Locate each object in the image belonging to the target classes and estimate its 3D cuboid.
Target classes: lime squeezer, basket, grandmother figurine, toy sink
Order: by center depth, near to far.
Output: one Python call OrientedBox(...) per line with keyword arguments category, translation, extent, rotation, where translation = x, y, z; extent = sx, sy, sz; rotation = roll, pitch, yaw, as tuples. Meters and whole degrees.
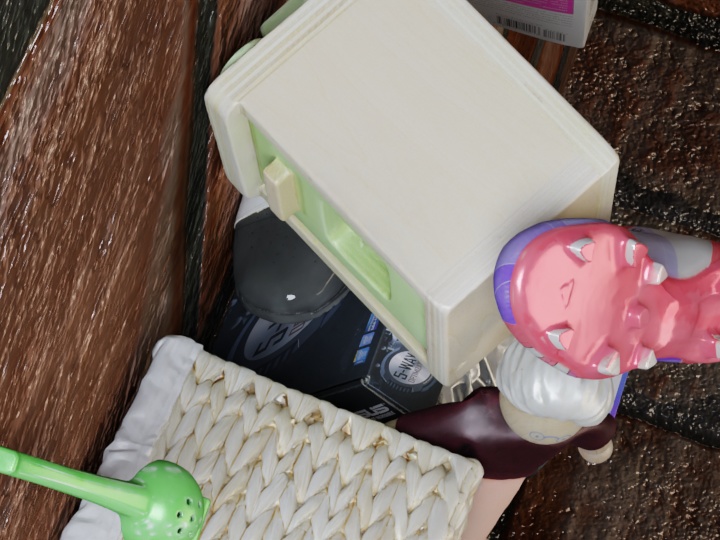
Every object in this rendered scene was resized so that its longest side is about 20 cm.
OrientedBox(category="lime squeezer", translation=(-0.093, 0.091, 1.099), extent=(0.200, 0.071, 0.038), rotation=(62, 28, -83))
OrientedBox(category="toy sink", translation=(0.005, -0.063, 1.264), extent=(0.112, 0.200, 0.130), rotation=(-41, 167, -10))
OrientedBox(category="basket", translation=(-0.058, 0.177, 1.271), extent=(0.198, 0.161, 0.200), rotation=(102, 10, -52))
OrientedBox(category="grandmother figurine", translation=(0.063, 0.081, 1.299), extent=(0.200, 0.121, 0.061), rotation=(127, -51, -59))

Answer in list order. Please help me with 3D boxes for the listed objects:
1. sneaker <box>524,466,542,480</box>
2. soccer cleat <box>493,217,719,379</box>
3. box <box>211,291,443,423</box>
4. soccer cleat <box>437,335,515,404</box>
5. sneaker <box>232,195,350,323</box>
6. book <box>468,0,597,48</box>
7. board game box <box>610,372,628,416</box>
OrientedBox(category="sneaker", translation=(0.067, 0.087, 1.553), extent=(0.200, 0.070, 0.100), rotation=(-51, -170, 46))
OrientedBox(category="soccer cleat", translation=(0.104, 0.008, 1.217), extent=(0.200, 0.076, 0.067), rotation=(4, 102, -53))
OrientedBox(category="box", translation=(0.000, 0.000, 1.438), extent=(0.160, 0.044, 0.200), rotation=(-19, -138, 50))
OrientedBox(category="soccer cleat", translation=(0.024, 0.080, 1.423), extent=(0.200, 0.069, 0.085), rotation=(-44, -155, 13))
OrientedBox(category="sneaker", translation=(-0.020, -0.072, 1.387), extent=(0.089, 0.074, 0.200), rotation=(70, 34, -56))
OrientedBox(category="book", translation=(0.055, -0.164, 1.430), extent=(0.200, 0.134, 0.048), rotation=(77, 30, -80))
OrientedBox(category="board game box", translation=(0.056, 0.064, 1.762), extent=(0.200, 0.134, 0.045), rotation=(-22, -135, 61))
